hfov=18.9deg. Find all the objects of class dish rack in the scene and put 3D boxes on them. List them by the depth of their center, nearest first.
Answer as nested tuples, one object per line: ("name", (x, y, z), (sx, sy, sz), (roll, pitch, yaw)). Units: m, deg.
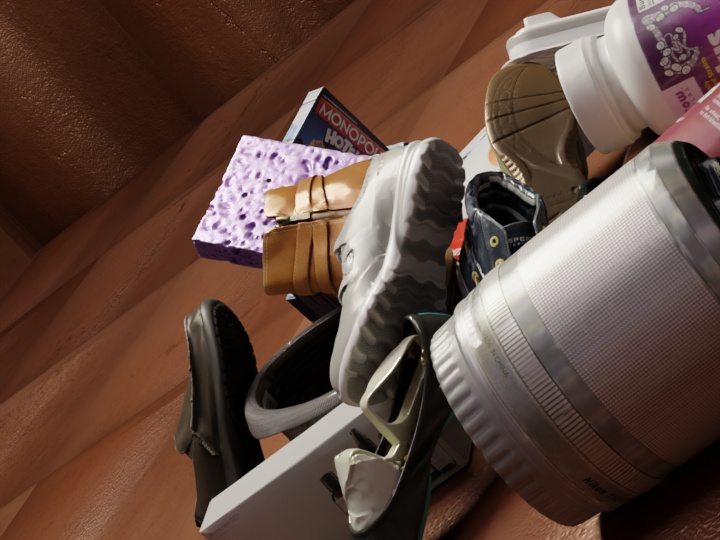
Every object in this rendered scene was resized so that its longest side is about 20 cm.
("dish rack", (0.215, -0.191, 1.803), (0.199, 0.044, 0.172), (-13, -13, 7))

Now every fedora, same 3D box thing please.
("fedora", (0.004, 0.092, 1.716), (0.199, 0.090, 0.177), (-26, 21, 31))

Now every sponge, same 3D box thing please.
("sponge", (-0.028, -0.045, 1.736), (0.199, 0.030, 0.112), (11, 58, 26))

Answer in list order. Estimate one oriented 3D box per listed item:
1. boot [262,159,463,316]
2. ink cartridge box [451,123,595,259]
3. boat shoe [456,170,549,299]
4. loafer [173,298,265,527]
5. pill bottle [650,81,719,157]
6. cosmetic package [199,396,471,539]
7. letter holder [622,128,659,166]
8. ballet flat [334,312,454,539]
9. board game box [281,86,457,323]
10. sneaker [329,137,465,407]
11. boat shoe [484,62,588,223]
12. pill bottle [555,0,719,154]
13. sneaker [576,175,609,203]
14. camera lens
("boot", (0.000, 0.000, 1.622), (0.154, 0.077, 0.201), (-9, 59, 9))
("ink cartridge box", (0.099, -0.064, 1.802), (0.200, 0.050, 0.162), (-42, 13, -24))
("boat shoe", (0.114, 0.014, 1.485), (0.071, 0.091, 0.200), (-13, 36, -15))
("loafer", (-0.124, 0.124, 1.762), (0.071, 0.201, 0.073), (-8, -1, 20))
("pill bottle", (0.274, -0.084, 1.415), (0.200, 0.114, 0.114), (-42, 13, 4))
("cosmetic package", (-0.019, 0.157, 1.597), (0.200, 0.083, 0.051), (-38, 13, 23))
("letter holder", (0.276, -0.137, 1.624), (0.200, 0.101, 0.142), (-35, 16, 31))
("ballet flat", (0.022, 0.120, 1.476), (0.068, 0.068, 0.201), (-19, 49, 62))
("board game box", (-0.004, -0.055, 1.884), (0.062, 0.200, 0.200), (-9, 46, 49))
("sneaker", (0.017, 0.004, 1.547), (0.082, 0.075, 0.201), (0, 65, 45))
("boat shoe", (0.143, -0.076, 1.690), (0.073, 0.063, 0.201), (-12, 55, 2))
("pill bottle", (0.243, -0.160, 1.522), (0.199, 0.113, 0.112), (-26, 18, 19))
("sneaker", (0.176, -0.022, 1.571), (0.200, 0.089, 0.079), (-41, 12, 20))
("camera lens", (0.161, 0.035, 1.268), (0.200, 0.160, 0.160), (-39, 13, 17))
